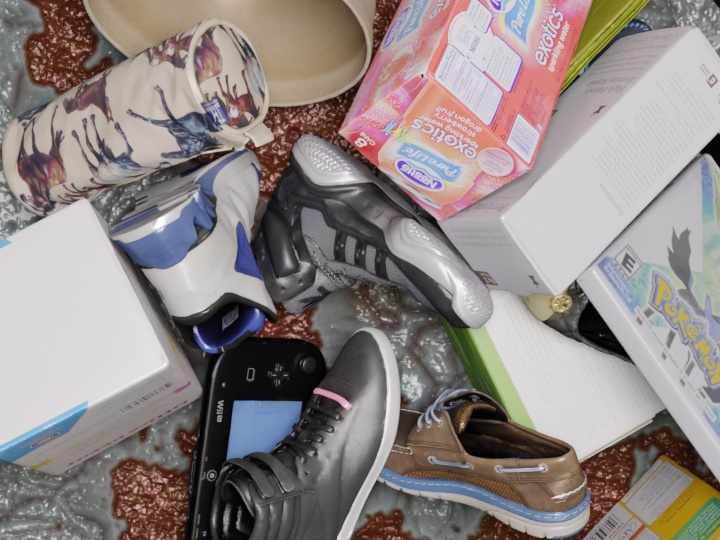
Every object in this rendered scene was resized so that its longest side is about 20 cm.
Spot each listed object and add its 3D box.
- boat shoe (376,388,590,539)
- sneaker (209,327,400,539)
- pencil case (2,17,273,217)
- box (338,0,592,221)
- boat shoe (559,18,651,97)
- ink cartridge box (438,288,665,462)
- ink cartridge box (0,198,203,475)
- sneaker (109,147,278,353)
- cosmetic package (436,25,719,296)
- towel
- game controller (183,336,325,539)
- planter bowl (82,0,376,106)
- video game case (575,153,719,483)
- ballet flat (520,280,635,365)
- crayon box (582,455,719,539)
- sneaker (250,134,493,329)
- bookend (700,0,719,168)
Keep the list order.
[{"bbox_3d":[0.076,0.123,1.152,0.200,0.072,0.073,15,123,30],"label":"boat shoe"},{"bbox_3d":[-0.041,0.129,1.136,0.099,0.071,0.201,20,89,-43],"label":"sneaker"},{"bbox_3d":[-0.157,-0.097,1.101,0.200,0.078,0.090,-20,89,32],"label":"pencil case"},{"bbox_3d":[0.076,-0.147,1.101,0.103,0.095,0.200,40,48,-20],"label":"box"},{"bbox_3d":[0.151,-0.107,1.185,0.084,0.069,0.200,43,86,-8],"label":"boat shoe"},{"bbox_3d":[0.180,0.043,1.200,0.200,0.076,0.148,-28,97,-9],"label":"ink cartridge box"},{"bbox_3d":[-0.199,0.053,1.102,0.128,0.200,0.125,-28,80,-4],"label":"ink cartridge box"},{"bbox_3d":[-0.106,-0.007,1.104,0.080,0.199,0.115,-20,104,13],"label":"sneaker"},{"bbox_3d":[0.157,-0.075,1.098,0.200,0.102,0.074,-43,107,-17],"label":"cosmetic package"},{"bbox_3d":[0.176,-0.184,1.164,0.200,0.086,0.018,-46,107,-8],"label":"towel"},{"bbox_3d":[-0.079,0.148,1.176,0.104,0.042,0.201,3,95,-48],"label":"game controller"},{"bbox_3d":[-0.077,-0.222,1.102,0.200,0.200,0.135,17,65,-8],"label":"planter bowl"},{"bbox_3d":[0.254,0.039,1.116,0.200,0.022,0.182,54,48,-4],"label":"video game case"},{"bbox_3d":[0.204,0.043,1.130,0.200,0.057,0.067,22,119,-13],"label":"ballet flat"},{"bbox_3d":[0.224,0.215,1.155,0.052,0.200,0.126,44,89,-10],"label":"crayon box"},{"bbox_3d":[0.000,0.000,1.153,0.200,0.075,0.114,43,101,24],"label":"sneaker"},{"bbox_3d":[0.314,-0.158,1.190,0.199,0.092,0.200,-40,97,-2],"label":"bookend"}]
